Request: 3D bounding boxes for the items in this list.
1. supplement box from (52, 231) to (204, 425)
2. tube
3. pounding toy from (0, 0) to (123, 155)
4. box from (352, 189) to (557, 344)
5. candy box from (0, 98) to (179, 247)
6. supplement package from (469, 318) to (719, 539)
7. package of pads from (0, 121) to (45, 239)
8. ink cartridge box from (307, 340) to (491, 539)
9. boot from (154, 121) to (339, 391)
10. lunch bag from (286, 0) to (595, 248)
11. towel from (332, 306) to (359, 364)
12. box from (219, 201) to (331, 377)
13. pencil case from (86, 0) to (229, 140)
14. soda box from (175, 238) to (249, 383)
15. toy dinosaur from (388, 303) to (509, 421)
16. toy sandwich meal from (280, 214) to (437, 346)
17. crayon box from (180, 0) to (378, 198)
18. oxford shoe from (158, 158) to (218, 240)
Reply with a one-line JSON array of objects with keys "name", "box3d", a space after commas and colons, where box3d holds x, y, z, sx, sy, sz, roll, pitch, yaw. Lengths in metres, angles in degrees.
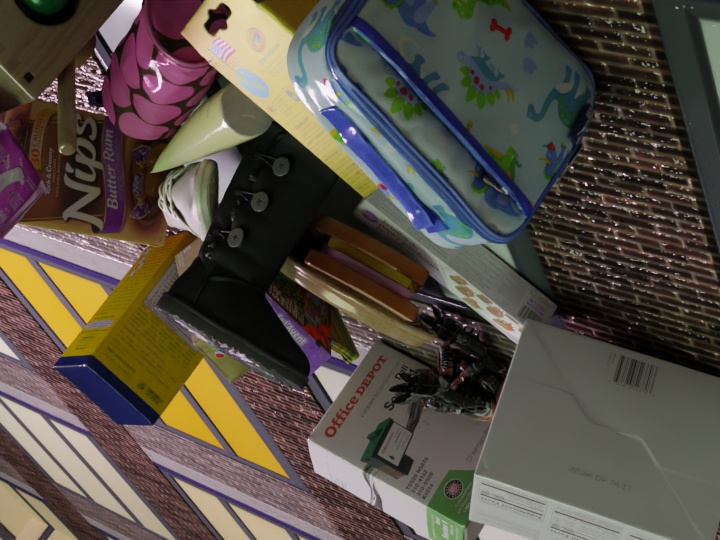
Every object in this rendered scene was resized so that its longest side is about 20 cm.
[{"name": "supplement box", "box3d": [-0.240, 0.068, 1.654, 0.109, 0.201, 0.109, 45, 155, -21]}, {"name": "tube", "box3d": [-0.137, -0.128, 1.291, 0.057, 0.053, 0.200, -2, 176, -24]}, {"name": "pounding toy", "box3d": [-0.283, -0.203, 1.235, 0.142, 0.185, 0.199, 47, 154, -24]}, {"name": "box", "box3d": [0.085, -0.009, 1.276, 0.199, 0.042, 0.039, 37, 156, -5]}, {"name": "candy box", "box3d": [-0.265, -0.094, 1.385, 0.056, 0.118, 0.199, 14, -176, 40]}, {"name": "supplement package", "box3d": [0.211, 0.158, 1.226, 0.198, 0.157, 0.111, 17, 152, 10]}, {"name": "package of pads", "box3d": [-0.377, -0.122, 1.243, 0.199, 0.076, 0.121, 33, 164, 23]}, {"name": "ink cartridge box", "box3d": [0.062, 0.188, 1.536, 0.199, 0.147, 0.085, 26, 153, 20]}, {"name": "boot", "box3d": [-0.065, -0.018, 1.229, 0.164, 0.201, 0.066, 28, 169, 26]}, {"name": "lunch bag", "box3d": [0.057, -0.122, 0.958, 0.200, 0.161, 0.082, 46, 154, -21]}, {"name": "towel", "box3d": [-0.078, 0.029, 1.472, 0.200, 0.018, 0.086, 34, -160, -45]}, {"name": "box", "box3d": [-0.086, 0.006, 1.392, 0.137, 0.039, 0.200, 44, -164, -18]}, {"name": "pencil case", "box3d": [-0.175, -0.185, 1.257, 0.200, 0.090, 0.095, -32, 74, 63]}, {"name": "soda box", "box3d": [-0.141, 0.030, 1.494, 0.064, 0.068, 0.200, 50, -172, -28]}, {"name": "toy dinosaur", "box3d": [0.113, 0.106, 1.424, 0.135, 0.103, 0.199, 32, 143, -30]}, {"name": "toy sandwich meal", "box3d": [0.000, 0.000, 1.331, 0.204, 0.071, 0.205, 30, -177, -2]}, {"name": "crayon box", "box3d": [-0.034, -0.152, 1.096, 0.200, 0.051, 0.127, 40, 156, -11]}, {"name": "oxford shoe", "box3d": [-0.162, -0.068, 1.350, 0.057, 0.076, 0.200, 5, -178, -10]}]
